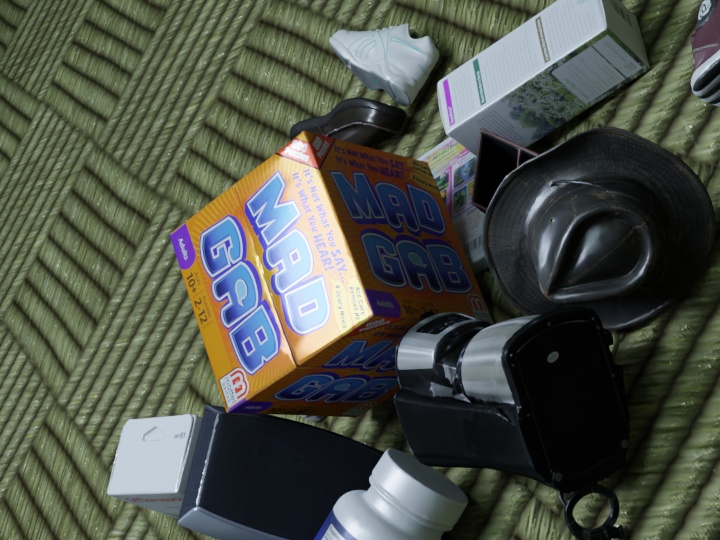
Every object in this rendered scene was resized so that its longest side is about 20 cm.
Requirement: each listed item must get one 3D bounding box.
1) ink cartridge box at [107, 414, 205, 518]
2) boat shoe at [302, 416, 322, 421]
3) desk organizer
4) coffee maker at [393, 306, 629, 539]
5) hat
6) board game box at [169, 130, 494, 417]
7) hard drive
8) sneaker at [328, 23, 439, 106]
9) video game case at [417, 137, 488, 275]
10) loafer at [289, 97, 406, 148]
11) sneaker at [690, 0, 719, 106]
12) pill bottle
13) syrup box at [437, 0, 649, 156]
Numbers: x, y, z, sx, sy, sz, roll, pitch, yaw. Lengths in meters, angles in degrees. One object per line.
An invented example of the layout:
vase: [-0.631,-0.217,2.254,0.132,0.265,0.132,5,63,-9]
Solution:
ink cartridge box: [-0.141,0.221,1.580,0.144,0.200,0.085,-13,57,51]
boat shoe: [-0.103,0.110,1.725,0.071,0.070,0.200,-60,33,6]
desk organizer: [0.175,-0.063,1.421,0.072,0.077,0.200,-57,38,0]
coffee maker: [0.125,0.129,1.315,0.200,0.134,0.192,-7,79,62]
hat: [0.198,-0.015,1.275,0.201,0.201,0.081,-45,12,27]
board game box: [-0.029,0.012,1.501,0.200,0.200,0.200,-34,65,31]
hard drive: [-0.067,0.211,1.482,0.042,0.200,0.135,140,145,-66]
sneaker: [0.032,-0.256,1.807,0.080,0.070,0.200,-48,35,-3]
video game case: [0.099,-0.065,1.606,0.200,0.024,0.182,-32,43,41]
loafer: [-0.015,-0.151,1.795,0.200,0.073,0.071,-15,65,56]
sneaker: [0.356,-0.244,1.320,0.200,0.076,0.116,-41,36,33]
pill bottle: [0.011,0.273,1.403,0.200,0.120,0.120,-59,33,6]
syrup box: [0.178,-0.193,1.506,0.200,0.079,0.082,-32,44,29]
